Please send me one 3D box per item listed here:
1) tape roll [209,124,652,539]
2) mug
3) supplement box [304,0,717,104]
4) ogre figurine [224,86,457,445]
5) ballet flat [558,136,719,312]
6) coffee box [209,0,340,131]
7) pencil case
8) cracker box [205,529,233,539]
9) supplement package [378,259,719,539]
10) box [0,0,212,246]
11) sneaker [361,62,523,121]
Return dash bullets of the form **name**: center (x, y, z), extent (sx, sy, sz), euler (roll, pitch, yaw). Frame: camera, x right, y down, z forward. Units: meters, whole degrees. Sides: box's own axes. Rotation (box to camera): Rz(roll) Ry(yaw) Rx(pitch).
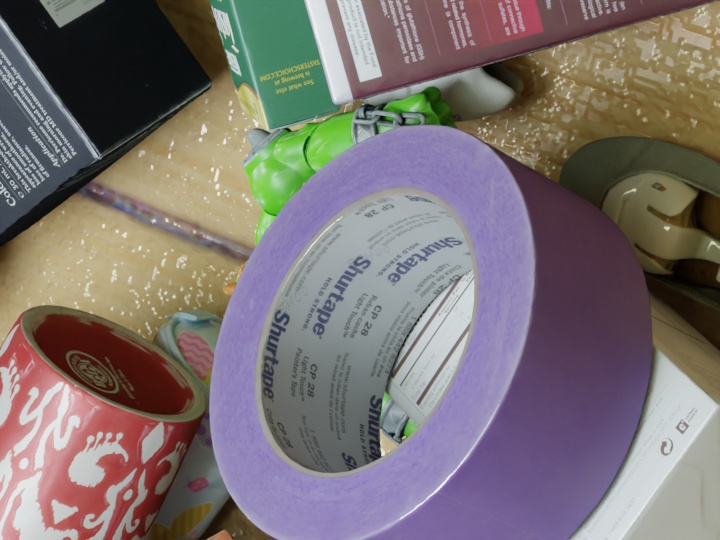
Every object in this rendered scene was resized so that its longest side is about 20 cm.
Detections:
- **tape roll**: center (0.029, 0.041, 1.204), extent (0.200, 0.085, 0.201), euler (-24, 53, 36)
- **mug**: center (-0.188, 0.118, 1.387), extent (0.177, 0.133, 0.200), euler (35, 109, 17)
- **supplement box**: center (0.070, -0.159, 1.284), extent (0.199, 0.061, 0.109), euler (-14, 97, 10)
- **ogre figurine**: center (0.000, 0.000, 1.375), extent (0.120, 0.098, 0.200), euler (9, 140, 28)
- **ballet flat**: center (0.173, -0.012, 1.286), extent (0.200, 0.064, 0.068), euler (27, 109, 26)
- **coffee box**: center (-0.063, -0.174, 1.353), extent (0.044, 0.123, 0.201), euler (-18, 102, -6)
- **pencil case**: center (-0.120, 0.116, 1.470), extent (0.200, 0.083, 0.091), euler (-53, 51, 26)
- **cracker box**: center (-0.088, 0.243, 1.437), extent (0.134, 0.058, 0.200), euler (56, 146, 13)
- **supplement package**: center (0.114, 0.070, 1.252), extent (0.110, 0.114, 0.200), euler (-55, 41, 10)
- **box**: center (-0.215, -0.123, 1.435), extent (0.182, 0.104, 0.200), euler (-32, 94, 43)
- **sneaker**: center (0.045, -0.170, 1.350), extent (0.087, 0.075, 0.201), euler (2, 103, 18)
